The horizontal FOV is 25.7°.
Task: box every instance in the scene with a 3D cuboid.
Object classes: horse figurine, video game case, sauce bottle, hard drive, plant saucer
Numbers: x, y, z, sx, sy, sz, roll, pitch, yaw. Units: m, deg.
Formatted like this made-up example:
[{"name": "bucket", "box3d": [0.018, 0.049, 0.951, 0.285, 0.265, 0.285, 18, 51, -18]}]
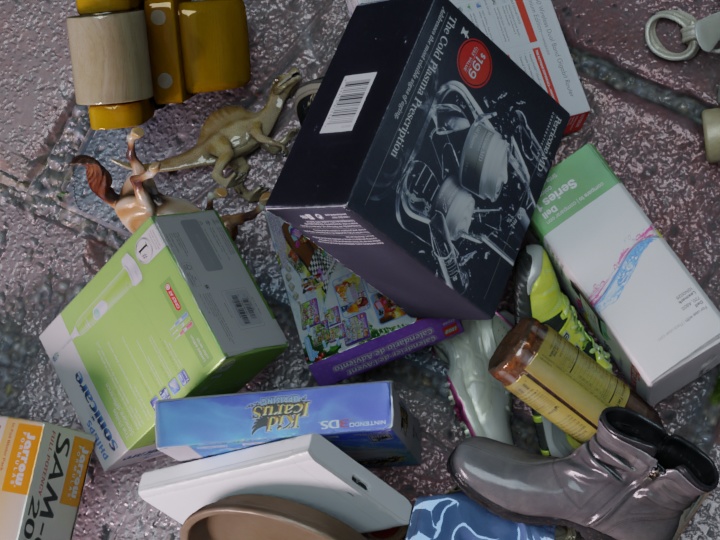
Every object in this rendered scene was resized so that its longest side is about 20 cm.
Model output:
[{"name": "horse figurine", "box3d": [-0.170, -0.054, 1.440, 0.199, 0.133, 0.050, 25, 52, -4]}, {"name": "video game case", "box3d": [-0.057, 0.141, 1.359, 0.199, 0.181, 0.046, -5, 74, 9]}, {"name": "sauce bottle", "box3d": [0.199, 0.119, 1.308, 0.200, 0.066, 0.066, 39, 85, -9]}, {"name": "hard drive", "box3d": [-0.074, 0.193, 1.334, 0.199, 0.132, 0.026, -18, 46, 37]}, {"name": "plant saucer", "box3d": [-0.057, 0.248, 1.337, 0.199, 0.200, 0.030, 14, 54, 13]}]

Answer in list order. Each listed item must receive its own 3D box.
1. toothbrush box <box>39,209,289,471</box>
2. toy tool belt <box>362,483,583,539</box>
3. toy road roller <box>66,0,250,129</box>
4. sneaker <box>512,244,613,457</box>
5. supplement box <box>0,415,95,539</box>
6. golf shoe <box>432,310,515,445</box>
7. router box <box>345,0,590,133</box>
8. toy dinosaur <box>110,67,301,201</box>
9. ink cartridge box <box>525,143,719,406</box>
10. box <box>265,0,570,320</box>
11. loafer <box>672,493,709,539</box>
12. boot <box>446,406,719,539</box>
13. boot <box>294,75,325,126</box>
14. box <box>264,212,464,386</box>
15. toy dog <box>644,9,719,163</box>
[{"name": "toothbrush box", "box3d": [-0.178, 0.062, 1.400, 0.200, 0.086, 0.146, -42, 69, 34]}, {"name": "toy tool belt", "box3d": [0.087, 0.231, 1.334, 0.199, 0.123, 0.126, 13, 93, 12]}, {"name": "toy road roller", "box3d": [-0.181, -0.206, 1.457, 0.145, 0.200, 0.124, -4, 102, 4]}, {"name": "sneaker", "box3d": [0.177, 0.068, 1.365, 0.076, 0.075, 0.201, -11, 111, 11]}, {"name": "supplement box", "box3d": [-0.346, 0.192, 1.417, 0.199, 0.073, 0.127, 3, 75, 33]}, {"name": "golf shoe", "box3d": [0.113, 0.086, 1.403, 0.091, 0.075, 0.201, -20, 75, 1]}, {"name": "router box", "box3d": [0.096, -0.206, 1.465, 0.179, 0.049, 0.201, -14, 74, -9]}, {"name": "toy dinosaur", "box3d": [-0.129, -0.114, 1.509, 0.199, 0.058, 0.101, -30, 59, -6]}, {"name": "ink cartridge box", "box3d": [0.225, 0.009, 1.363, 0.084, 0.145, 0.200, -34, 74, 0]}, {"name": "box", "box3d": [0.052, -0.090, 1.278, 0.104, 0.182, 0.201, 1, 62, 48]}, {"name": "loafer", "box3d": [0.244, 0.256, 1.342, 0.063, 0.072, 0.201, 22, 77, 3]}, {"name": "boot", "box3d": [0.178, 0.153, 1.269, 0.199, 0.132, 0.070, 20, 43, 2]}, {"name": "boot", "box3d": [-0.014, -0.094, 1.410, 0.073, 0.203, 0.155, 3, 83, -17]}, {"name": "box", "box3d": [0.000, 0.000, 1.413, 0.136, 0.039, 0.200, -22, 46, 4]}, {"name": "toy dog", "box3d": [0.346, -0.188, 1.415, 0.131, 0.096, 0.201, -23, 74, 3]}]
